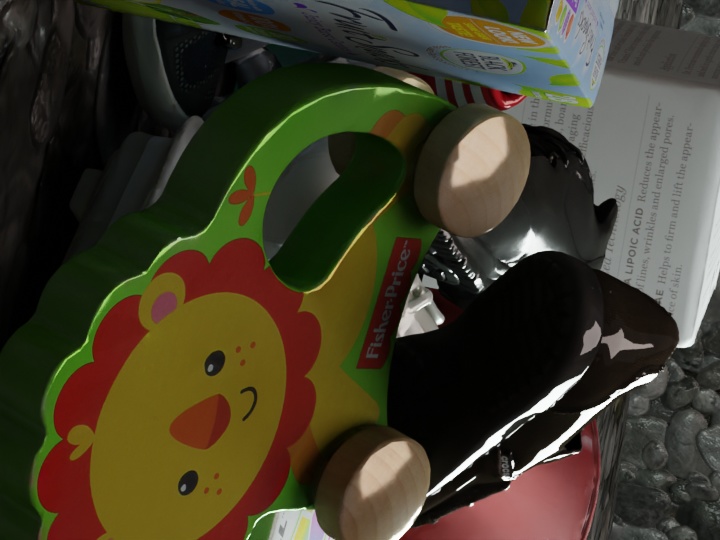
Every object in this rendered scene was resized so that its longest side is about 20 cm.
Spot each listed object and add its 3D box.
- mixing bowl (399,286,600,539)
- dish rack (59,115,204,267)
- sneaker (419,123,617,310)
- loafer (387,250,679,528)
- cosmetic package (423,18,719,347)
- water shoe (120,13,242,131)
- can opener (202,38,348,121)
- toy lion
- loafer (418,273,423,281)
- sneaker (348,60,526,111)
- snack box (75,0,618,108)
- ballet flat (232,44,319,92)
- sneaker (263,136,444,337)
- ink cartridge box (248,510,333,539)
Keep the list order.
[{"bbox_3d":[0.004,0.085,1.374,0.108,0.199,0.201,44,56,-60],"label":"mixing bowl"},{"bbox_3d":[-0.104,0.054,1.112,0.172,0.043,0.201,90,15,-50],"label":"dish rack"},{"bbox_3d":[0.056,-0.031,1.286,0.091,0.076,0.200,-61,152,-4],"label":"sneaker"},{"bbox_3d":[0.053,0.057,1.111,0.200,0.071,0.073,-34,-131,55],"label":"loafer"},{"bbox_3d":[0.132,-0.067,1.803,0.165,0.199,0.166,-46,145,-71],"label":"cosmetic package"},{"bbox_3d":[-0.042,-0.148,1.124,0.071,0.078,0.201,-41,141,-72],"label":"water shoe"},{"bbox_3d":[0.016,-0.107,1.199,0.053,0.199,0.067,-94,161,-76],"label":"can opener"},{"bbox_3d":[-0.044,0.023,1.014,0.191,0.068,0.201,5,107,-49],"label":"toy lion"},{"bbox_3d":[-0.007,-0.042,1.367,0.072,0.063,0.201,55,27,-36],"label":"loafer"},{"bbox_3d":[0.036,-0.161,1.270,0.078,0.115,0.201,-24,101,-40],"label":"sneaker"},{"bbox_3d":[-0.018,-0.114,0.961,0.169,0.199,0.068,27,75,-79],"label":"snack box"},{"bbox_3d":[-0.010,-0.127,1.339,0.067,0.070,0.201,73,31,-74],"label":"ballet flat"},{"bbox_3d":[0.000,0.000,1.186,0.078,0.099,0.200,-44,165,-18],"label":"sneaker"},{"bbox_3d":[-0.050,0.090,1.161,0.200,0.059,0.104,73,31,-70],"label":"ink cartridge box"}]
